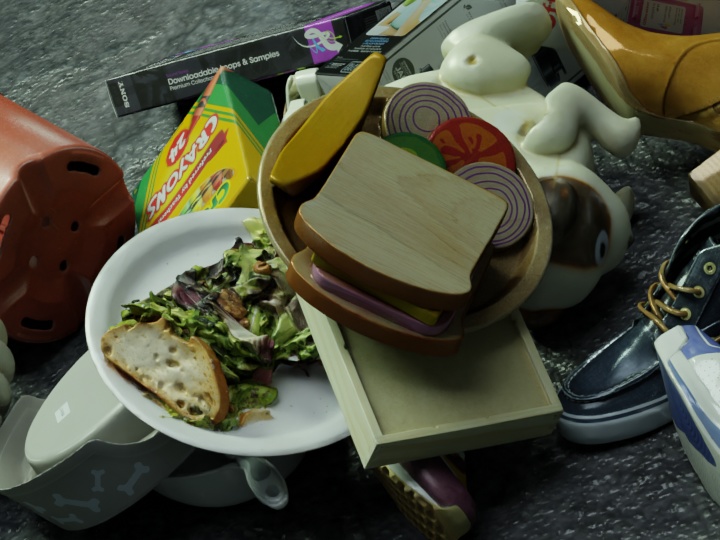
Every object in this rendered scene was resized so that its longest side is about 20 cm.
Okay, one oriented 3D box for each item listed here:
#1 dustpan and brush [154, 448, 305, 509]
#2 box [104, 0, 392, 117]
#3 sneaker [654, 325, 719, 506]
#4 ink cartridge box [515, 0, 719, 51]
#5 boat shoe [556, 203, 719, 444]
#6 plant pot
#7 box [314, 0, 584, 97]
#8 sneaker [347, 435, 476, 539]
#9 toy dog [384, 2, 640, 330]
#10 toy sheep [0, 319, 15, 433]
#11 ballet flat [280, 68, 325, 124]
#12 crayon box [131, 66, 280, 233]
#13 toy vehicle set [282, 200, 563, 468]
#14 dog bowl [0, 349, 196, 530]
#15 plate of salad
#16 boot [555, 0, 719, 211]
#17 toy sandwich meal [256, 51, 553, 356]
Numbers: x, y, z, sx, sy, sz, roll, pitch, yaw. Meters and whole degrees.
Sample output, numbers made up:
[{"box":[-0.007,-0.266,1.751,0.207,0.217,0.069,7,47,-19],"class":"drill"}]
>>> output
[{"box":[-0.074,0.113,1.577,0.139,0.057,0.200,-29,33,-7],"class":"dustpan and brush"},{"box":[-0.083,-0.165,1.943,0.199,0.036,0.143,-12,8,17],"class":"box"},{"box":[0.256,0.096,1.393,0.115,0.081,0.199,-26,40,-9],"class":"sneaker"},{"box":[0.214,-0.216,1.709,0.199,0.145,0.085,11,40,-1],"class":"ink cartridge box"},{"box":[0.195,0.023,1.509,0.200,0.091,0.071,-28,33,-6],"class":"boat shoe"},{"box":[-0.282,-0.046,1.826,0.195,0.201,0.201,22,54,38],"class":"plant pot"},{"box":[0.077,-0.151,1.798,0.200,0.117,0.060,-41,26,-22],"class":"box"},{"box":[0.038,0.088,1.532,0.090,0.075,0.200,-34,35,-5],"class":"sneaker"},{"box":[0.098,-0.060,1.631,0.193,0.140,0.200,-8,43,-29],"class":"toy dog"},{"box":[-0.297,0.077,1.688,0.137,0.138,0.201,-18,65,9],"class":"toy sheep"},{"box":[-0.032,-0.109,1.854,0.068,0.067,0.200,-13,35,16],"class":"ballet flat"},{"box":[-0.101,-0.043,1.767,0.127,0.051,0.200,-53,27,20],"class":"crayon box"},{"box":[0.029,0.019,1.504,0.124,0.027,0.200,-7,57,-23],"class":"toy vehicle set"},{"box":[-0.152,0.084,1.614,0.200,0.059,0.200,-38,19,16],"class":"dog bowl"},{"box":[-0.067,0.028,1.516,0.199,0.048,0.200,4,47,-5],"class":"plate of salad"},{"box":[0.239,-0.141,1.666,0.144,0.071,0.201,-37,73,-7],"class":"boot"},{"box":[0.029,-0.044,1.486,0.204,0.070,0.206,8,53,-11],"class":"toy sandwich meal"}]
